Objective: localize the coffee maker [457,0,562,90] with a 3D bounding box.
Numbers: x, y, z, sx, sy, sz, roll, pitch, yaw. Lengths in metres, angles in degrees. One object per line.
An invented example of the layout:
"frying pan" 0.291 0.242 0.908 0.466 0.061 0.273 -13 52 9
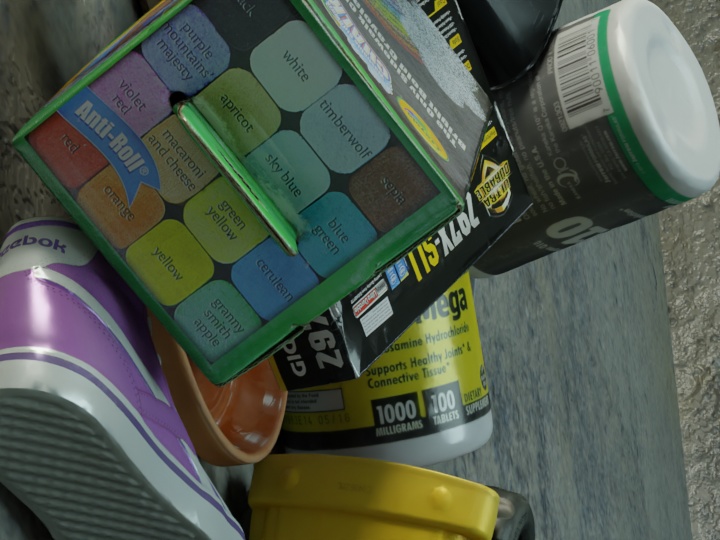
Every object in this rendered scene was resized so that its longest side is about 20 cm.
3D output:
"coffee maker" 0.026 -0.188 1.210 0.135 0.192 0.200 -53 130 -15

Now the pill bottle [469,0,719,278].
"pill bottle" 0.088 -0.063 1.295 0.113 0.199 0.114 38 41 -43

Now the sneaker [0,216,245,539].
"sneaker" -0.087 0.060 0.911 0.201 0.072 0.115 67 16 -46

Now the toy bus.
"toy bus" 0.011 0.204 1.139 0.200 0.135 0.193 62 36 -62

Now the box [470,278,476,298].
"box" 0.053 -0.021 1.510 0.200 0.041 0.157 91 -1 -60

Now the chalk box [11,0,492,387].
"chalk box" -0.039 -0.050 0.890 0.125 0.123 0.200 52 17 -9

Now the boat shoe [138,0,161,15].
"boat shoe" -0.083 -0.203 1.081 0.075 0.074 0.203 -81 158 -52

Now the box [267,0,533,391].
"box" -0.002 -0.060 1.093 0.200 0.049 0.161 -43 117 -52

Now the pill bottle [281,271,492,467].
"pill bottle" 0.000 0.000 1.224 0.112 0.112 0.202 -32 113 -76

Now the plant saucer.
"plant saucer" -0.076 -0.009 1.085 0.200 0.032 0.202 -9 90 -78
